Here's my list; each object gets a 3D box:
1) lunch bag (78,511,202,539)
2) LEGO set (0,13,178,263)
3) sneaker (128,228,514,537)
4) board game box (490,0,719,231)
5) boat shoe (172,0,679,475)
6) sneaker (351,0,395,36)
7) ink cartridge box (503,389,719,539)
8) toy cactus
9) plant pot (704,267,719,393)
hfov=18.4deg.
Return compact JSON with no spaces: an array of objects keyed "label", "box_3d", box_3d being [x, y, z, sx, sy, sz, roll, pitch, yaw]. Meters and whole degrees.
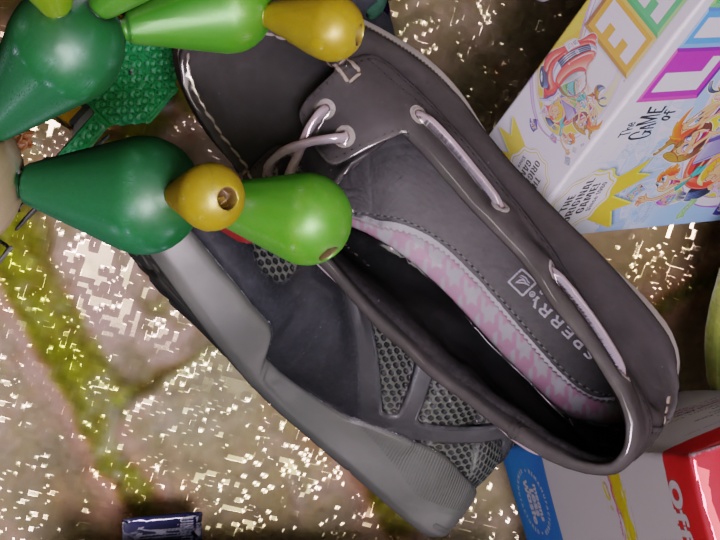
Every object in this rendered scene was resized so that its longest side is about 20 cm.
[{"label":"lunch bag","box_3d":[-0.030,0.198,0.803,0.167,0.139,0.201,3,108,13]},{"label":"LEGO set","box_3d":[-0.169,-0.058,0.731,0.154,0.116,0.200,38,84,-37]},{"label":"sneaker","box_3d":[0.000,0.000,0.771,0.114,0.076,0.199,-50,124,-1]},{"label":"board game box","box_3d":[0.138,-0.094,0.717,0.134,0.034,0.200,-6,142,-44]},{"label":"boat shoe","box_3d":[0.019,-0.014,0.687,0.200,0.057,0.067,41,115,-3]},{"label":"sneaker","box_3d":[-0.016,-0.118,0.730,0.087,0.074,0.200,-36,120,7]},{"label":"ink cartridge box","box_3d":[0.127,0.104,0.754,0.067,0.200,0.117,-17,92,-18]},{"label":"toy cactus","box_3d":[-0.100,-0.057,0.642,0.200,0.102,0.165,35,119,-19]},{"label":"plant pot","box_3d":[0.247,0.049,0.751,0.199,0.184,0.201,-14,130,-17]}]
